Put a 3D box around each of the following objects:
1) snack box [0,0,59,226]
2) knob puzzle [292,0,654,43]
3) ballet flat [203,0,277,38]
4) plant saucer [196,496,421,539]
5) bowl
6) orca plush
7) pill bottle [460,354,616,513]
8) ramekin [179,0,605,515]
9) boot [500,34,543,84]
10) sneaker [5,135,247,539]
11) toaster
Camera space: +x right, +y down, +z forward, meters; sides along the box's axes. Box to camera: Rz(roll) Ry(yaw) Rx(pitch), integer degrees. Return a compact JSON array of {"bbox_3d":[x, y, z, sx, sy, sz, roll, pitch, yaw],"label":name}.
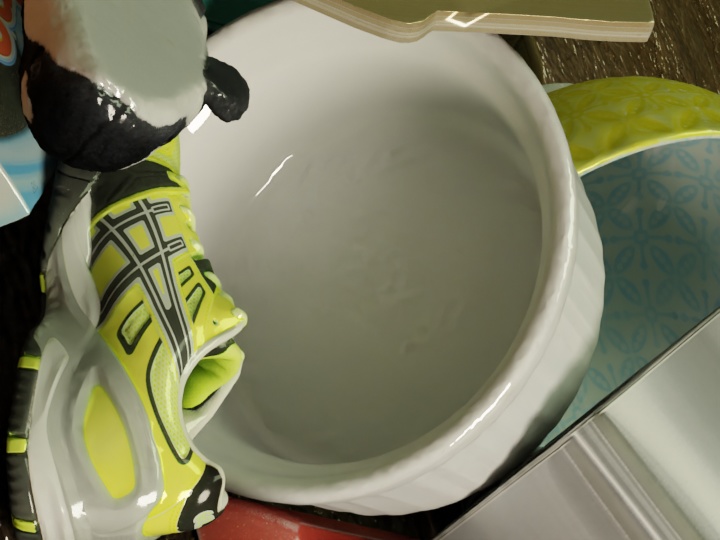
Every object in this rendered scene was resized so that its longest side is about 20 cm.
[{"bbox_3d":[-0.140,-0.111,0.828,0.117,0.037,0.200,58,25,-24],"label":"snack box"},{"bbox_3d":[0.001,-0.149,0.842,0.031,0.218,0.221,106,-10,-45],"label":"knob puzzle"},{"bbox_3d":[-0.012,-0.114,0.923,0.198,0.062,0.068,-5,72,-21],"label":"ballet flat"},{"bbox_3d":[0.012,0.194,0.912,0.199,0.036,0.201,24,48,-60],"label":"plant saucer"},{"bbox_3d":[0.100,-0.021,0.997,0.200,0.200,0.108,41,16,-48],"label":"bowl"},{"bbox_3d":[-0.104,-0.085,0.768,0.105,0.071,0.201,29,27,-37],"label":"orca plush"},{"bbox_3d":[0.110,0.134,1.077,0.120,0.119,0.201,39,37,-50],"label":"pill bottle"},{"bbox_3d":[0.000,0.000,0.854,0.098,0.199,0.202,40,35,-63],"label":"ramekin"},{"bbox_3d":[0.034,-0.181,1.160,0.155,0.072,0.201,-130,-157,-71],"label":"boot"},{"bbox_3d":[-0.078,0.014,0.783,0.076,0.076,0.201,95,-2,-57],"label":"sneaker"},{"bbox_3d":[0.127,0.107,0.895,0.119,0.200,0.181,51,46,6],"label":"toaster"}]
